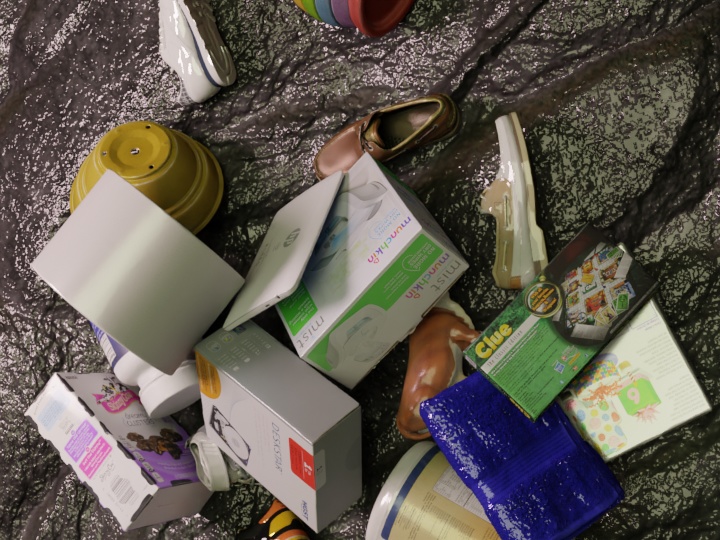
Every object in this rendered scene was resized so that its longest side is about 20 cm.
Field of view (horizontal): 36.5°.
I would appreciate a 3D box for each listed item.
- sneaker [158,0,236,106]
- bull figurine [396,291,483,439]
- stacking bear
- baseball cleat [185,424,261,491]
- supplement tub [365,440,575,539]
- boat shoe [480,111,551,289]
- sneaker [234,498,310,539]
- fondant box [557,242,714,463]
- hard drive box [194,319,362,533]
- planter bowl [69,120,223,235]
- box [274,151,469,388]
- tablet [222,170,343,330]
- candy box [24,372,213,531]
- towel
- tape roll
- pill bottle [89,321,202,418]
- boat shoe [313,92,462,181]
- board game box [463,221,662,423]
[{"bbox_3d":[-0.235,-0.317,1.429,0.080,0.076,0.202,-26,75,27],"label":"sneaker"},{"bbox_3d":[0.099,0.098,1.250,0.120,0.065,0.203,5,74,17],"label":"bull figurine"},{"bbox_3d":[-0.044,-0.367,1.342,0.199,0.121,0.115,26,87,31],"label":"stacking bear"},{"bbox_3d":[-0.124,0.245,1.314,0.198,0.106,0.071,21,129,28],"label":"baseball cleat"},{"bbox_3d":[0.120,0.293,1.193,0.198,0.144,0.146,27,95,21],"label":"supplement tub"},{"bbox_3d":[0.170,-0.079,1.245,0.067,0.075,0.203,-10,82,14],"label":"boat shoe"},{"bbox_3d":[-0.137,0.367,1.337,0.200,0.070,0.090,-48,45,17],"label":"sneaker"},{"bbox_3d":[0.275,0.093,1.197,0.143,0.058,0.202,-30,74,16],"label":"fondant box"},{"bbox_3d":[-0.091,0.170,1.230,0.199,0.076,0.157,32,141,33],"label":"hard drive box"},{"bbox_3d":[-0.275,-0.125,1.366,0.197,0.084,0.203,-1,55,2],"label":"planter bowl"},{"bbox_3d":[0.000,0.000,1.255,0.200,0.096,0.177,-46,38,12],"label":"box"},{"bbox_3d":[-0.088,-0.025,1.250,0.129,0.014,0.201,-29,29,40],"label":"tablet"},{"bbox_3d":[-0.287,0.216,1.345,0.200,0.167,0.072,42,100,19],"label":"candy box"},{"bbox_3d":[0.170,0.188,1.138,0.147,0.050,0.201,-27,69,-25],"label":"towel"},{"bbox_3d":[-0.248,0.003,1.226,0.202,0.203,0.140,37,83,20],"label":"tape roll"},{"bbox_3d":[-0.269,0.076,1.377,0.119,0.119,0.201,-35,74,15],"label":"pill bottle"},{"bbox_3d":[0.022,-0.164,1.313,0.198,0.068,0.073,-26,78,18],"label":"boat shoe"},{"bbox_3d":[0.212,0.053,1.149,0.200,0.023,0.105,-44,74,-9],"label":"board game box"}]
